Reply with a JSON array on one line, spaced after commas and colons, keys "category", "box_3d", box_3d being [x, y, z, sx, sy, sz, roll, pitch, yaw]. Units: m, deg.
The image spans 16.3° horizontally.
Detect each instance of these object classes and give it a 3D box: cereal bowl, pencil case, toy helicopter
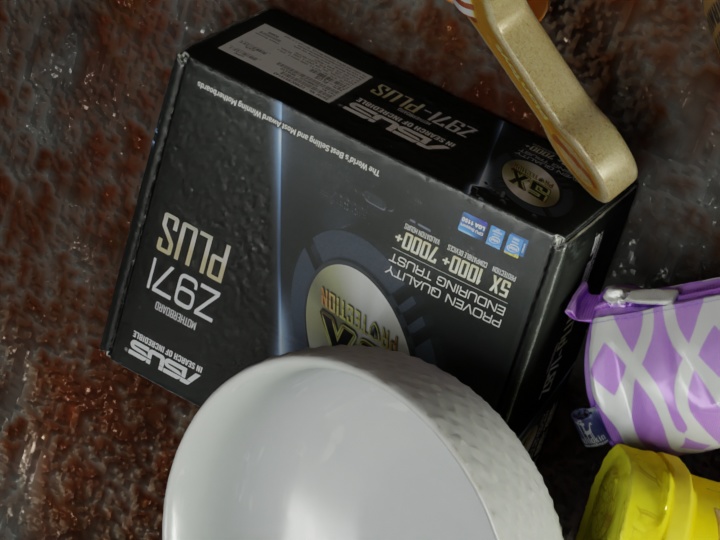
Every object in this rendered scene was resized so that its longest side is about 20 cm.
[{"category": "cereal bowl", "box_3d": [0.012, 0.125, 1.069, 0.200, 0.083, 0.200, 11, 107, 39]}, {"category": "pencil case", "box_3d": [0.187, 0.024, 1.047, 0.200, 0.084, 0.086, -14, 111, 28]}, {"category": "toy helicopter", "box_3d": [0.051, -0.114, 1.064, 0.079, 0.132, 0.200, -36, 99, -9]}]

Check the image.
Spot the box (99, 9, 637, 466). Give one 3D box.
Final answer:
[{"category": "box", "box_3d": [0.000, 0.000, 1.141, 0.200, 0.086, 0.164, 28, 120, 17]}]

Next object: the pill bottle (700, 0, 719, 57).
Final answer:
[{"category": "pill bottle", "box_3d": [0.191, -0.096, 0.950, 0.114, 0.114, 0.200, -24, 78, 33]}]

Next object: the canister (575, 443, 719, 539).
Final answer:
[{"category": "canister", "box_3d": [0.182, 0.171, 1.053, 0.200, 0.087, 0.149, 16, 97, -5]}]
